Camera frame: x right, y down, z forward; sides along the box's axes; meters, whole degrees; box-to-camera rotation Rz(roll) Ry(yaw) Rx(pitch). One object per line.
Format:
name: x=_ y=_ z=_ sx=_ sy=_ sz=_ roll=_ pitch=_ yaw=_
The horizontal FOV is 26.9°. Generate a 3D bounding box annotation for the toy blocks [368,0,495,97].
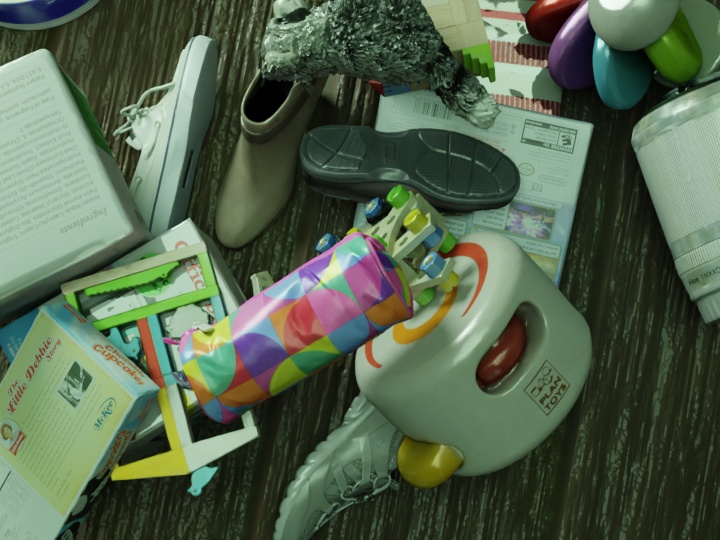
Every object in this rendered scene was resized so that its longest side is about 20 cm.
toy blocks: x=0.037 y=-0.240 z=1.365 sx=0.135 sy=0.100 sz=0.202 roll=-13 pitch=65 yaw=2

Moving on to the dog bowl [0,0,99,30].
dog bowl: x=-0.324 y=-0.339 z=1.445 sx=0.197 sy=0.079 sz=0.203 roll=0 pitch=83 yaw=3

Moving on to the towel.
towel: x=0.124 y=-0.195 z=1.431 sx=0.142 sy=0.023 sz=0.203 roll=7 pitch=84 yaw=2

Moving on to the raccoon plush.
raccoon plush: x=0.007 y=-0.165 z=1.256 sx=0.134 sy=0.097 sz=0.200 roll=-42 pitch=76 yaw=-7

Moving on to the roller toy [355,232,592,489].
roller toy: x=0.100 y=0.076 z=1.285 sx=0.182 sy=0.201 sz=0.140 roll=-33 pitch=116 yaw=28

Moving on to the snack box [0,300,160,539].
snack box: x=-0.258 y=0.140 z=1.247 sx=0.116 sy=0.037 sz=0.201 roll=40 pitch=112 yaw=17

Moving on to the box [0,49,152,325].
box: x=-0.304 y=-0.058 z=1.289 sx=0.198 sy=0.199 sz=0.173 roll=-25 pitch=89 yaw=-4

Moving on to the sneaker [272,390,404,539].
sneaker: x=-0.004 y=0.182 z=1.359 sx=0.082 sy=0.075 sz=0.201 roll=37 pitch=85 yaw=9

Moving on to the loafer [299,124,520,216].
loafer: x=0.043 y=-0.086 z=1.349 sx=0.197 sy=0.063 sz=0.073 roll=9 pitch=62 yaw=1

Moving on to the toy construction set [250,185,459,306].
toy construction set: x=0.000 y=0.000 z=1.298 sx=0.198 sy=0.132 sz=0.093 roll=-22 pitch=122 yaw=23

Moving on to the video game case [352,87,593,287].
video game case: x=0.099 y=-0.065 z=1.388 sx=0.197 sy=0.045 sz=0.184 roll=13 pitch=93 yaw=5

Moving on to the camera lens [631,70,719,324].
camera lens: x=0.340 y=-0.071 z=1.332 sx=0.158 sy=0.160 sz=0.203 roll=-19 pitch=82 yaw=0

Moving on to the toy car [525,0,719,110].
toy car: x=0.224 y=-0.231 z=1.354 sx=0.150 sy=0.174 sz=0.201 roll=-39 pitch=60 yaw=22

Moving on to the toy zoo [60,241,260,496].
toy zoo: x=-0.164 y=0.091 z=1.261 sx=0.129 sy=0.020 sz=0.203 roll=-16 pitch=84 yaw=0

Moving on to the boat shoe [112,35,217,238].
boat shoe: x=-0.194 y=-0.127 z=1.418 sx=0.085 sy=0.075 sz=0.205 roll=14 pitch=93 yaw=8

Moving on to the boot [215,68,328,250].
boot: x=-0.088 y=-0.122 z=1.369 sx=0.069 sy=0.146 sz=0.202 roll=23 pitch=84 yaw=6

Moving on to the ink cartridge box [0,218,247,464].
ink cartridge box: x=-0.192 y=0.073 z=1.348 sx=0.198 sy=0.146 sz=0.148 roll=-31 pitch=82 yaw=-1

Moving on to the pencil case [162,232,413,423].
pencil case: x=-0.055 y=0.045 z=1.197 sx=0.198 sy=0.088 sz=0.089 roll=-28 pitch=82 yaw=8
